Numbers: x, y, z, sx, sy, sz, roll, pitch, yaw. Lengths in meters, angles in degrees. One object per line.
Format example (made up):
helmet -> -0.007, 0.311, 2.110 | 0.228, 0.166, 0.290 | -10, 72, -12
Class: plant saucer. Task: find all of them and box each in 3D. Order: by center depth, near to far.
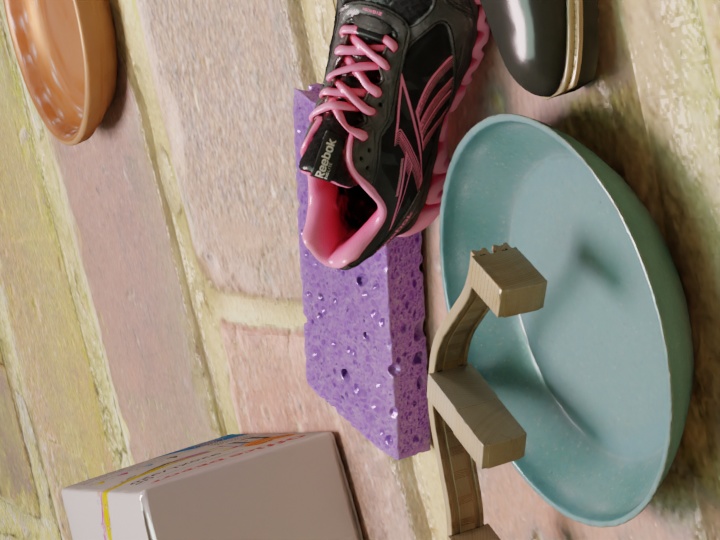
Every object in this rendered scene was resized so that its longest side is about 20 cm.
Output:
plant saucer -> 0.101, 0.021, 0.894 | 0.200, 0.036, 0.201 | 46, 143, 49
plant saucer -> -0.239, -0.201, 1.500 | 0.200, 0.037, 0.201 | 45, 143, 49

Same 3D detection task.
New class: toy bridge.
toy bridge -> 0.058, 0.071, 0.944 | 0.067, 0.027, 0.201 | -129, 32, -46

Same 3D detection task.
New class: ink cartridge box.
ink cartridge box -> -0.099, 0.199, 1.303 | 0.200, 0.146, 0.146 | -12, 93, 66

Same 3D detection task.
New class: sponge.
sponge -> 0.000, 0.000, 1.110 | 0.111, 0.030, 0.201 | 37, 135, 53

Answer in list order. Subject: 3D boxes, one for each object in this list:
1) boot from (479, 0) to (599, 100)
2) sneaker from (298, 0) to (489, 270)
boot -> 0.018, -0.162, 0.839 | 0.077, 0.138, 0.201 | -28, 79, 66
sneaker -> 0.006, -0.084, 0.942 | 0.079, 0.095, 0.201 | 24, 131, 25
